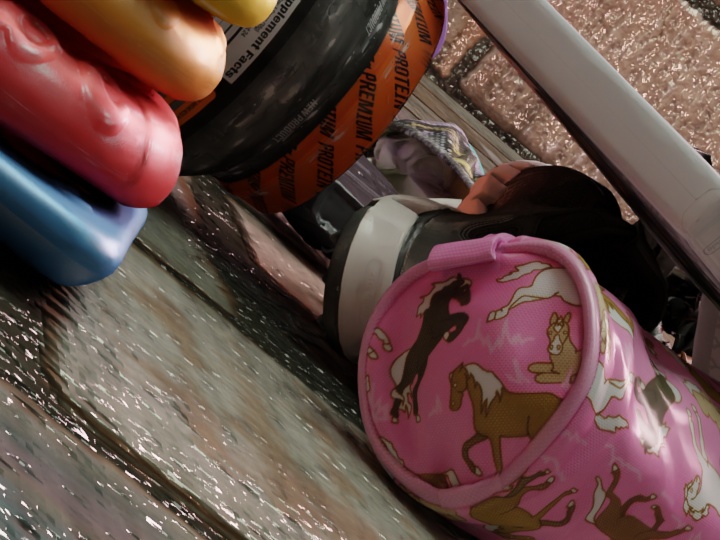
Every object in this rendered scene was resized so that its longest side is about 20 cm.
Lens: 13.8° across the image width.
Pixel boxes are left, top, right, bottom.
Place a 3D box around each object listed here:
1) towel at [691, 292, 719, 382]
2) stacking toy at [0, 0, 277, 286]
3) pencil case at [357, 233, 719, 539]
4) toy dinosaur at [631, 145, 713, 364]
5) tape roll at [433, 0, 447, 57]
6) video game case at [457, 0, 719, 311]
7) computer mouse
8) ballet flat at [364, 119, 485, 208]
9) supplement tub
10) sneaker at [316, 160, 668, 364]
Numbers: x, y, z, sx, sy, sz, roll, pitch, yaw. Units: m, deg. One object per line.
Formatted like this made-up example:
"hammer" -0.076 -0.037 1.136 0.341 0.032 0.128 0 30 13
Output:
"towel" 0.183 0.070 1.074 0.032 0.200 0.191 -15 39 -30
"stacking toy" -0.043 -0.104 0.711 0.110 0.200 0.116 41 7 -5
"pencil case" 0.080 0.058 0.891 0.200 0.083 0.087 32 15 -50
"toy dinosaur" 0.133 0.019 1.239 0.102 0.136 0.200 15 14 -48
"tape roll" -0.052 -0.154 1.192 0.200 0.085 0.200 57 -14 22
"video game case" 0.109 -0.013 0.966 0.182 0.023 0.200 46 4 -38
"computer mouse" 0.000 0.000 1.093 0.059 0.034 0.200 40 12 -23
"ballet flat" 0.036 -0.014 1.291 0.072 0.072 0.200 38 6 -26
"supplement tub" -0.076 -0.115 0.960 0.200 0.123 0.123 39 6 -22
"sneaker" 0.065 0.005 0.993 0.090 0.067 0.200 12 10 22
